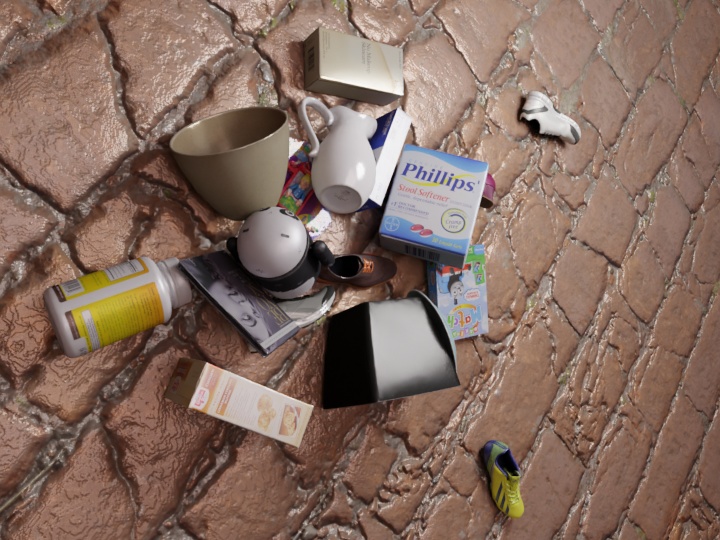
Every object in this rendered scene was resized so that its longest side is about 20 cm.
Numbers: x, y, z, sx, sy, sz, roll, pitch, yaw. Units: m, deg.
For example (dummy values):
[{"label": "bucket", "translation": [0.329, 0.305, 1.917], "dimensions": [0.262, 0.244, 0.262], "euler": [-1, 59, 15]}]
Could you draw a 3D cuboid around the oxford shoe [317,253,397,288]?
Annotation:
[{"label": "oxford shoe", "translation": [0.000, 0.000, 1.153], "dimensions": [0.197, 0.072, 0.073], "euler": [-2, 87, -33]}]

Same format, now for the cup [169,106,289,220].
[{"label": "cup", "translation": [-0.203, -0.171, 0.986], "dimensions": [0.199, 0.199, 0.145], "euler": [-32, 128, -29]}]

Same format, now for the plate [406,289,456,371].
[{"label": "plate", "translation": [0.146, 0.130, 1.163], "dimensions": [0.025, 0.200, 0.204], "euler": [-20, 98, -17]}]

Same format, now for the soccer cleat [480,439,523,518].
[{"label": "soccer cleat", "translation": [0.335, 0.482, 1.326], "dimensions": [0.064, 0.083, 0.203], "euler": [-27, 101, -31]}]

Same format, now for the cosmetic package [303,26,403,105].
[{"label": "cosmetic package", "translation": [-0.012, -0.407, 1.175], "dimensions": [0.197, 0.073, 0.106], "euler": [0, 87, -31]}]

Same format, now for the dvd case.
[{"label": "dvd case", "translation": [-0.195, 0.048, 0.961], "dimensions": [0.200, 0.149, 0.016], "euler": [46, 106, 4]}]

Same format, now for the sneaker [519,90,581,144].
[{"label": "sneaker", "translation": [0.483, -0.373, 1.496], "dimensions": [0.198, 0.074, 0.081], "euler": [29, 87, -23]}]

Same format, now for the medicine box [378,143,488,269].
[{"label": "medicine box", "translation": [0.149, -0.129, 1.189], "dimensions": [0.179, 0.103, 0.204], "euler": [14, 77, 9]}]

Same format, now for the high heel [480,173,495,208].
[{"label": "high heel", "translation": [0.228, -0.222, 1.334], "dimensions": [0.198, 0.067, 0.097], "euler": [31, 48, -25]}]

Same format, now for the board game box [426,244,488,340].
[{"label": "board game box", "translation": [0.218, 0.049, 1.302], "dimensions": [0.149, 0.036, 0.204], "euler": [-7, 96, -33]}]

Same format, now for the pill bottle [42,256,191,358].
[{"label": "pill bottle", "translation": [-0.368, 0.048, 0.897], "dimensions": [0.198, 0.109, 0.111], "euler": [-22, 98, -31]}]

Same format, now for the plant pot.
[{"label": "plant pot", "translation": [0.041, 0.155, 1.111], "dimensions": [0.197, 0.199, 0.181], "euler": [-4, 77, -32]}]

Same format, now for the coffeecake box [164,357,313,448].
[{"label": "coffeecake box", "translation": [-0.203, 0.216, 0.963], "dimensions": [0.198, 0.153, 0.074], "euler": [29, 72, -27]}]

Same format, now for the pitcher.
[{"label": "pitcher", "translation": [-0.049, -0.220, 1.081], "dimensions": [0.169, 0.121, 0.203], "euler": [21, 54, -24]}]

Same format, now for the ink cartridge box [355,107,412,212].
[{"label": "ink cartridge box", "translation": [0.033, -0.222, 1.178], "dimensions": [0.044, 0.093, 0.203], "euler": [29, 72, -27]}]

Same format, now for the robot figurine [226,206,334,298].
[{"label": "robot figurine", "translation": [-0.136, -0.028, 1.002], "dimensions": [0.149, 0.200, 0.126], "euler": [-34, 68, -4]}]

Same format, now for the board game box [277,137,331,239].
[{"label": "board game box", "translation": [-0.122, -0.155, 1.105], "dimensions": [0.156, 0.039, 0.204], "euler": [-8, 90, -32]}]

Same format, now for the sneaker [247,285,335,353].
[{"label": "sneaker", "translation": [-0.128, 0.074, 1.070], "dimensions": [0.198, 0.074, 0.080], "euler": [-30, 97, -30]}]
